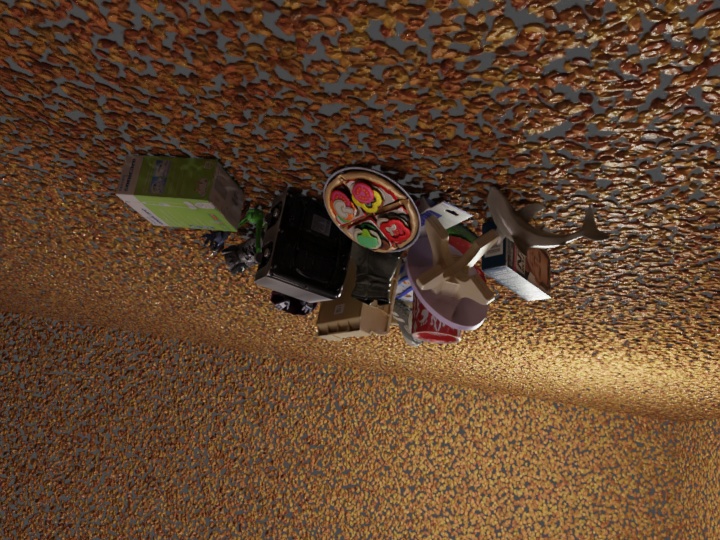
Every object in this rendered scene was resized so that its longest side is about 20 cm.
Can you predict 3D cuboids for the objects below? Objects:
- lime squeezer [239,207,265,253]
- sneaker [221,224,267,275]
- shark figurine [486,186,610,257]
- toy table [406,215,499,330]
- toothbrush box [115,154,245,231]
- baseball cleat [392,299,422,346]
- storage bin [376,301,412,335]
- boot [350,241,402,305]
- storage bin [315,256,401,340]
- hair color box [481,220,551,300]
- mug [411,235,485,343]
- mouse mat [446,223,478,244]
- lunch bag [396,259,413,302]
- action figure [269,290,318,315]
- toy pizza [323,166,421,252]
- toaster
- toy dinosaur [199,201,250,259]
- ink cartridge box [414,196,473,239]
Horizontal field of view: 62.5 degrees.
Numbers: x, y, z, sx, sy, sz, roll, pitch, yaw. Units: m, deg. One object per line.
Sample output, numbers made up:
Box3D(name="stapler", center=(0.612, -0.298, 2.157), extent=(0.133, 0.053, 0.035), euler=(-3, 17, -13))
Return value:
Box3D(name="lime squeezer", center=(-0.229, -0.100, 1.280), extent=(0.037, 0.073, 0.199), euler=(3, -162, -27))
Box3D(name="sneaker", center=(-0.257, -0.041, 1.375), extent=(0.111, 0.078, 0.199), euler=(-25, 180, -24))
Box3D(name="shark figurine", center=(0.311, -0.057, 1.036), extent=(0.207, 0.091, 0.131), euler=(14, 132, 4))
Box3D(name="toy table", center=(0.165, 0.001, 1.081), extent=(0.199, 0.183, 0.118), euler=(43, 156, 16))
Box3D(name="toothbrush box", center=(-0.343, -0.147, 1.147), extent=(0.193, 0.089, 0.146), euler=(4, 162, 13))
Box3D(name="baseball cleat", center=(0.118, 0.103, 1.586), extent=(0.069, 0.203, 0.106), euler=(-32, 177, -31))
Box3D(name="storage bin", center=(0.135, 0.139, 1.749), extent=(0.192, 0.097, 0.199), euler=(5, 162, 11))
Box3D(name="boot", center=(0.000, 0.000, 1.314), extent=(0.196, 0.135, 0.067), euler=(13, 172, 45))
Box3D(name="storage bin", center=(-0.008, 0.069, 1.461), extent=(0.092, 0.205, 0.197), euler=(23, 158, -31))
Box3D(name="hair color box", center=(0.316, -0.019, 1.192), extent=(0.059, 0.104, 0.197), euler=(-11, 154, 39))
Box3D(name="mug", center=(0.190, 0.046, 1.265), extent=(0.171, 0.207, 0.134), euler=(7, 163, 2))
Box3D(name="mouse mat", center=(0.172, -0.069, 1.268), extent=(0.157, 0.008, 0.197), euler=(-7, 157, 40))
Box3D(name="lunch bag", center=(0.150, 0.033, 1.482), extent=(0.155, 0.078, 0.200), euler=(15, 160, -13))
Box3D(name="action figure", center=(-0.149, 0.016, 1.449), extent=(0.132, 0.202, 0.150), euler=(31, 124, -12))
Box3D(name="toy pizza", center=(0.016, -0.101, 1.076), extent=(0.194, 0.032, 0.203), euler=(19, 144, 14))
Box3D(name="toaster", center=(-0.108, -0.043, 1.201), extent=(0.195, 0.187, 0.117), euler=(20, 162, -29))
Box3D(name="toy dinosaur", center=(-0.308, -0.084, 1.338), extent=(0.192, 0.109, 0.181), euler=(-7, -179, 8))
Box3D(name="ink cartridge box", center=(0.111, -0.092, 1.131), extent=(0.093, 0.038, 0.197), euler=(16, 153, -41))
